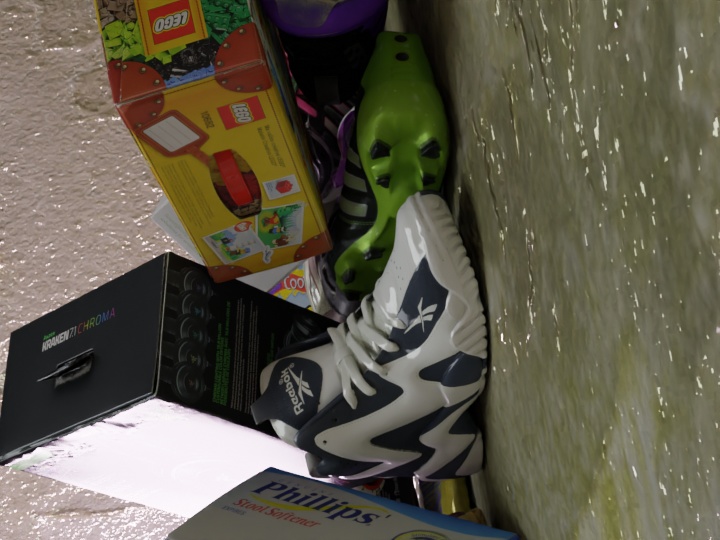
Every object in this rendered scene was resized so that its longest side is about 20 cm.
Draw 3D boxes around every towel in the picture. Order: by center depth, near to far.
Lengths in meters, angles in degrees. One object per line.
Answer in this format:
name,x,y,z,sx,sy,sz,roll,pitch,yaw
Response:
towel,0.047,0.117,1.043,0.144,0.022,0.203,93,166,-70

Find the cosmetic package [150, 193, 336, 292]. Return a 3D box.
cosmetic package,-0.077,-0.075,1.198,0.108,0.085,0.201,44,-152,-13

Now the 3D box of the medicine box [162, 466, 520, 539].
medicine box,-0.003,0.233,0.858,0.180,0.103,0.203,9,116,38

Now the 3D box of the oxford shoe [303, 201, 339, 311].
oxford shoe,0.000,0.039,1.212,0.058,0.074,0.203,-33,59,55

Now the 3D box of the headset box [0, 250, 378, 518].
headset box,-0.109,0.080,0.967,0.173,0.199,0.094,-23,55,40

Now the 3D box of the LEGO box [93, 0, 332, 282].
LEGO box,-0.082,-0.108,0.837,0.200,0.076,0.151,70,-176,-64

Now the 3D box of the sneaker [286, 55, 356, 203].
sneaker,-0.040,-0.116,1.039,0.088,0.073,0.202,-51,-25,-50

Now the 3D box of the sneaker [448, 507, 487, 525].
sneaker,0.040,0.214,0.926,0.201,0.089,0.076,87,171,-51

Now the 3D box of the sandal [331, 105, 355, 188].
sandal,0.004,-0.073,1.014,0.203,0.049,0.084,123,138,-83

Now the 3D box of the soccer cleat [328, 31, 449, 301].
soccer cleat,0.019,-0.052,0.884,0.201,0.066,0.082,100,170,-57

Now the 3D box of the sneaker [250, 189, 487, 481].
sneaker,0.000,0.049,0.854,0.201,0.128,0.080,86,170,-49

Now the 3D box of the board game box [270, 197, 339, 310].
board game box,-0.042,0.035,1.363,0.106,0.101,0.202,-95,0,-51

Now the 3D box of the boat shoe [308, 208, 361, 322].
boat shoe,0.000,0.000,1.128,0.201,0.071,0.065,-81,13,-61

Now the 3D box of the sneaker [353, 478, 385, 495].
sneaker,-0.027,0.092,1.099,0.067,0.107,0.203,39,-144,-36

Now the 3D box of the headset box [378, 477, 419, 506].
headset box,0.018,0.237,1.116,0.150,0.074,0.202,-99,-4,-50

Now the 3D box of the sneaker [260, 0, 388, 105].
sneaker,-0.015,-0.137,0.855,0.200,0.069,0.101,-71,-12,-69
